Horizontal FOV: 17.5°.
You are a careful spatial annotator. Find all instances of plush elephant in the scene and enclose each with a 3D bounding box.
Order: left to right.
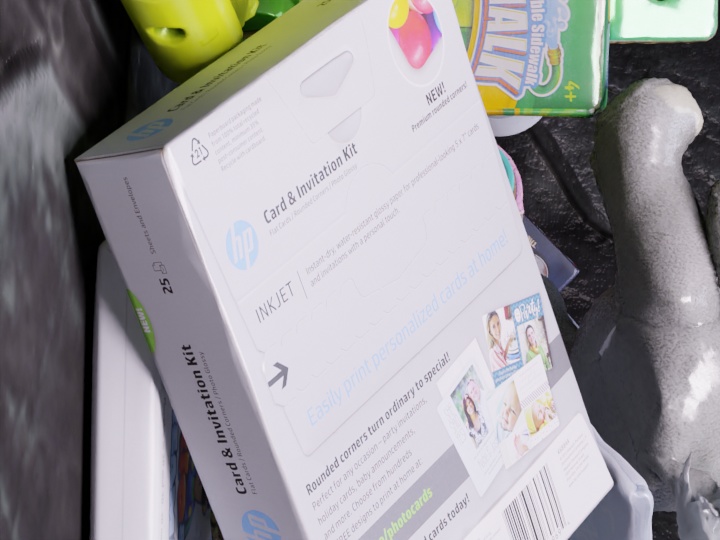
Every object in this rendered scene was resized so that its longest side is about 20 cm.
[{"bbox_3d":[0.164,0.037,0.916,0.201,0.154,0.165,66,-35,38],"label":"plush elephant"}]

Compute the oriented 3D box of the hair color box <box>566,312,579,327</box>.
[{"bbox_3d":[0.065,0.098,1.204,0.061,0.099,0.200,50,-19,13],"label":"hair color box"}]

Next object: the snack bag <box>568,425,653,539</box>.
[{"bbox_3d":[0.068,0.078,0.930,0.200,0.021,0.189,52,-20,42],"label":"snack bag"}]

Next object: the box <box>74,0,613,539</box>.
[{"bbox_3d":[0.003,0.022,0.739,0.156,0.041,0.201,-41,119,-47],"label":"box"}]

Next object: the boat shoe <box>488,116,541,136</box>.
[{"bbox_3d":[0.029,-0.118,1.097,0.201,0.071,0.091,56,-17,32],"label":"boat shoe"}]

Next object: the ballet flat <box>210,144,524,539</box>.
[{"bbox_3d":[0.003,0.038,0.832,0.071,0.069,0.201,114,1,-59],"label":"ballet flat"}]

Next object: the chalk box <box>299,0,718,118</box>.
[{"bbox_3d":[0.046,-0.124,0.948,0.124,0.199,0.125,-30,120,-83],"label":"chalk box"}]

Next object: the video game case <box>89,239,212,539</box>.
[{"bbox_3d":[-0.061,0.094,0.777,0.182,0.024,0.201,25,65,-84],"label":"video game case"}]

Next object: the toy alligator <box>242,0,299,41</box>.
[{"bbox_3d":[-0.031,-0.035,0.866,0.054,0.059,0.201,-10,96,-65],"label":"toy alligator"}]

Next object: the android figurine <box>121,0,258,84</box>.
[{"bbox_3d":[-0.056,-0.149,0.747,0.200,0.041,0.183,73,18,-66],"label":"android figurine"}]

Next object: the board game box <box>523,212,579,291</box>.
[{"bbox_3d":[0.037,-0.029,1.148,0.035,0.135,0.200,-45,178,-4],"label":"board game box"}]
